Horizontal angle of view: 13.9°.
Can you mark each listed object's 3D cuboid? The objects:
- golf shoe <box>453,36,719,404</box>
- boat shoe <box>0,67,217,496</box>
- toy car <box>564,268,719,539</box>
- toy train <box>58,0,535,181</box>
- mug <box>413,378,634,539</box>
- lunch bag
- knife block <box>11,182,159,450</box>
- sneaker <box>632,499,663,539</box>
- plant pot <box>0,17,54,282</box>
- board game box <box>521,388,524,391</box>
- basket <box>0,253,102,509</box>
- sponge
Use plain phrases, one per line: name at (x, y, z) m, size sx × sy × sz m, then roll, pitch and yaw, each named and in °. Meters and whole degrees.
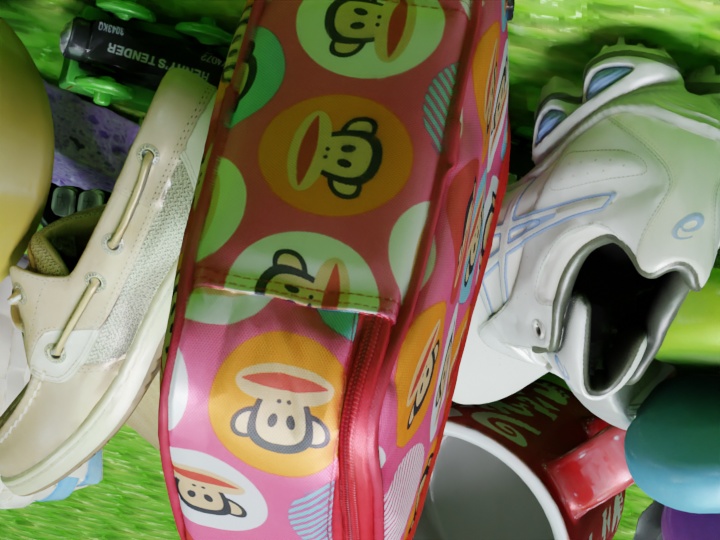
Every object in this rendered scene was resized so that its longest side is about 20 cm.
golf shoe at (0.064, 0.009, 1.022) m, size 0.078 × 0.097 × 0.200 m, roll 13°, pitch 145°, yaw -16°
boat shoe at (-0.092, 0.005, 1.063) m, size 0.065 × 0.072 × 0.200 m, roll 33°, pitch 130°, yaw -9°
toy car at (0.171, 0.069, 1.152) m, size 0.175 × 0.150 × 0.200 m, roll 3°, pitch 162°, yaw 35°
toy train at (-0.015, -0.055, 1.076) m, size 0.200 × 0.042 × 0.056 m, roll 16°, pitch 175°, yaw -13°
mug at (0.074, 0.117, 1.368) m, size 0.177 × 0.134 × 0.200 m, roll -2°, pitch -174°, yaw 15°
lunch bag at (-0.005, 0.003, 0.926) m, size 0.082 × 0.200 × 0.176 m, roll 11°, pitch 151°, yaw 7°
knife block at (-0.092, 0.018, 1.224) m, size 0.175 × 0.064 × 0.200 m, roll 22°, pitch 163°, yaw -27°
sneaker at (0.216, 0.103, 1.294) m, size 0.199 × 0.104 × 0.060 m, roll 10°, pitch 167°, yaw -17°
plant pot at (-0.201, -0.049, 1.000) m, size 0.200 × 0.201 × 0.189 m, roll 7°, pitch 180°, yaw 21°
board game box at (0.000, 0.000, 1.270) m, size 0.135 × 0.035 × 0.200 m, roll 10°, pitch 165°, yaw 12°
basket at (-0.221, 0.043, 1.288) m, size 0.200 × 0.139 × 0.176 m, roll 5°, pitch 171°, yaw -33°
sponge at (-0.188, -0.055, 1.238) m, size 0.111 × 0.030 × 0.200 m, roll 22°, pitch 163°, yaw -33°
